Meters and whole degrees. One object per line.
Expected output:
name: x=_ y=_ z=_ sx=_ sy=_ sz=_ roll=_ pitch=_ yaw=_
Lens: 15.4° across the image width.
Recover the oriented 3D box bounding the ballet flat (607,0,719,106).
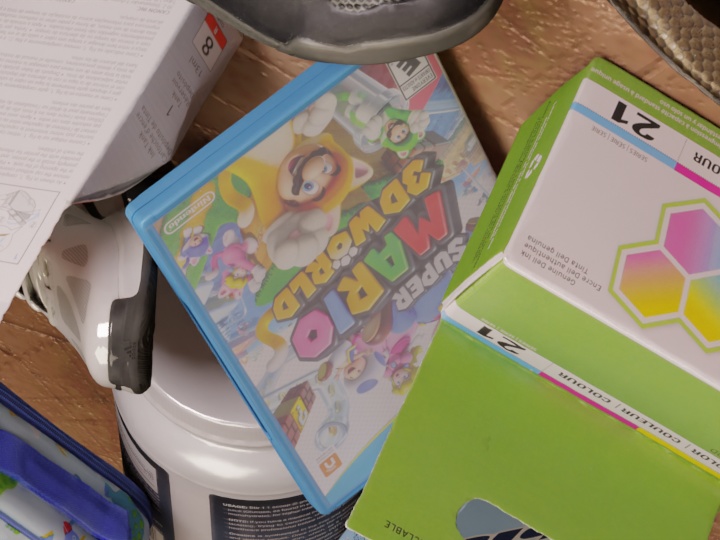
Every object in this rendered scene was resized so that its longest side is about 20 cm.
ballet flat: x=0.110 y=-0.112 z=0.943 sx=0.200 sy=0.067 sz=0.046 roll=36 pitch=121 yaw=-12

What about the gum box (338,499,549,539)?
gum box: x=0.097 y=0.094 z=1.214 sx=0.170 sy=0.045 sz=0.200 roll=-11 pitch=161 yaw=-20

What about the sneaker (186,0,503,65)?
sneaker: x=-0.042 y=-0.144 z=0.987 sx=0.199 sy=0.076 sz=0.114 roll=23 pitch=159 yaw=17

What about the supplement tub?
supplement tub: x=-0.049 y=0.064 z=1.285 sx=0.140 sy=0.141 sz=0.200 roll=21 pitch=152 yaw=9

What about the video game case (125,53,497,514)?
video game case: x=0.000 y=0.000 z=1.131 sx=0.018 sy=0.143 sz=0.200 roll=43 pitch=167 yaw=46

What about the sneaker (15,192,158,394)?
sneaker: x=-0.153 y=-0.002 z=1.147 sx=0.115 sy=0.201 sz=0.076 roll=-1 pitch=113 yaw=-15

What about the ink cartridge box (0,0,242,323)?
ink cartridge box: x=-0.161 y=-0.049 z=1.117 sx=0.162 sy=0.200 sz=0.050 roll=9 pitch=148 yaw=30

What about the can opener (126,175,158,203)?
can opener: x=-0.109 y=0.011 z=1.339 sx=0.067 sy=0.053 sz=0.200 roll=15 pitch=152 yaw=22

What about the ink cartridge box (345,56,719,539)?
ink cartridge box: x=0.104 y=0.042 z=1.051 sx=0.148 sy=0.200 sz=0.076 roll=30 pitch=152 yaw=-8

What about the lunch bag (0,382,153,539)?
lunch bag: x=-0.199 y=0.114 z=1.225 sx=0.161 sy=0.083 sz=0.200 roll=-20 pitch=140 yaw=28
